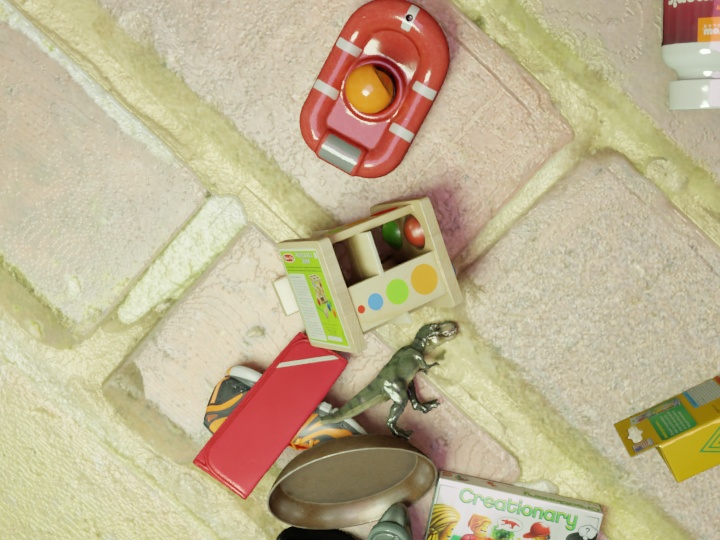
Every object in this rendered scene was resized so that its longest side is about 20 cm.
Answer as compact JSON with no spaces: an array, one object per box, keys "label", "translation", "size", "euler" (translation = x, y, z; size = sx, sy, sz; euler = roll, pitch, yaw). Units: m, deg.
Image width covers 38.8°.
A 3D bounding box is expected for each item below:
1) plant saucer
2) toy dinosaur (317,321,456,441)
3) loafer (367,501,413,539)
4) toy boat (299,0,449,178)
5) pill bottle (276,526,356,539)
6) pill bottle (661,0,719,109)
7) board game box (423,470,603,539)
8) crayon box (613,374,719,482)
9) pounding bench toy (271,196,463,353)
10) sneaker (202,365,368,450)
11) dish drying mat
[{"label":"plant saucer","translation":[-0.012,0.242,1.184],"size":[0.200,0.200,0.035],"euler":[-20,53,7]},{"label":"toy dinosaur","translation":[0.045,0.143,1.191],"size":[0.200,0.047,0.088],"euler":[-39,102,-22]},{"label":"loafer","translation":[0.044,0.370,1.233],"size":[0.072,0.063,0.201],"euler":[8,120,14]},{"label":"toy boat","translation":[0.015,-0.200,1.119],"size":[0.130,0.131,0.200],"euler":[28,100,0]},{"label":"pill bottle","translation":[-0.065,0.419,1.228],"size":[0.111,0.112,0.201],"euler":[12,99,3]},{"label":"pill bottle","translation":[0.377,-0.273,1.088],"size":[0.109,0.110,0.201],"euler":[-1,98,5]},{"label":"board game box","translation":[0.179,0.324,1.231],"size":[0.199,0.035,0.127],"euler":[11,99,3]},{"label":"crayon box","translation":[0.393,0.168,1.144],"size":[0.200,0.126,0.052],"euler":[-27,95,9]},{"label":"pounding bench toy","translation":[0.000,0.000,1.162],"size":[0.156,0.200,0.125],"euler":[-23,100,-24]},{"label":"sneaker","translation":[-0.092,0.200,1.194],"size":[0.199,0.078,0.112],"euler":[22,61,11]},{"label":"dish drying mat","translation":[-0.100,0.159,1.162],"size":[0.077,0.018,0.200],"euler":[31,62,15]}]
